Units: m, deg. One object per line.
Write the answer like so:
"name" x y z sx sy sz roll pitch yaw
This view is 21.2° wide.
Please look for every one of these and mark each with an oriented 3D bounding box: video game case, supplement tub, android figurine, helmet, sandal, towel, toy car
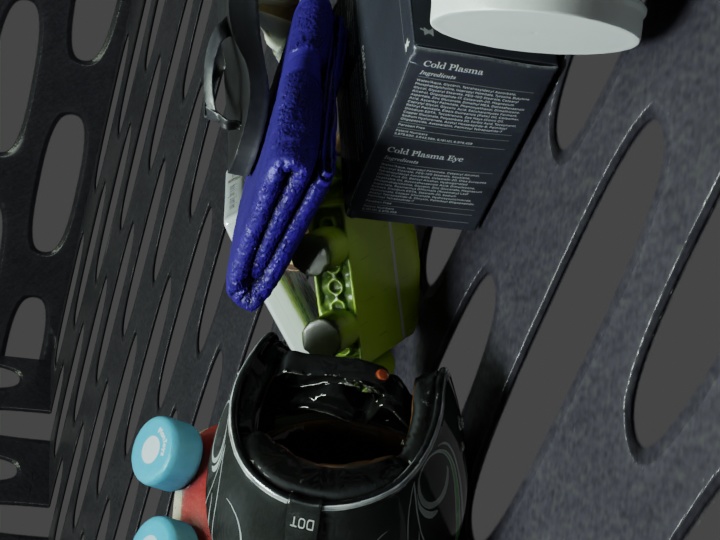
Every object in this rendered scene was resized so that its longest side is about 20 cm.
"video game case" -0.059 0.018 1.601 0.201 0.024 0.182 62 -175 -15
"supplement tub" 0.110 -0.234 1.103 0.145 0.144 0.201 171 105 -75
"android figurine" 0.000 0.000 1.444 0.200 0.041 0.183 -35 -61 -67
"helmet" -0.016 0.149 1.329 0.191 0.199 0.201 89 176 -51
"sandal" -0.098 -0.151 1.399 0.076 0.043 0.201 114 155 -53
"towel" -0.048 -0.084 1.369 0.201 0.049 0.148 -83 11 -48
"toy car" -0.063 0.194 1.614 0.199 0.184 0.178 -26 54 39

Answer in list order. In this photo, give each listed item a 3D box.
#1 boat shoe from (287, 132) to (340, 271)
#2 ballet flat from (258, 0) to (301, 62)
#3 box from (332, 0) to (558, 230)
"boat shoe" -0.019 -0.047 1.563 0.200 0.072 0.072 -58 -22 -50
"ballet flat" -0.048 -0.213 1.441 0.201 0.072 0.072 116 156 -54
"box" 0.054 -0.164 1.364 0.182 0.103 0.201 113 158 -52
